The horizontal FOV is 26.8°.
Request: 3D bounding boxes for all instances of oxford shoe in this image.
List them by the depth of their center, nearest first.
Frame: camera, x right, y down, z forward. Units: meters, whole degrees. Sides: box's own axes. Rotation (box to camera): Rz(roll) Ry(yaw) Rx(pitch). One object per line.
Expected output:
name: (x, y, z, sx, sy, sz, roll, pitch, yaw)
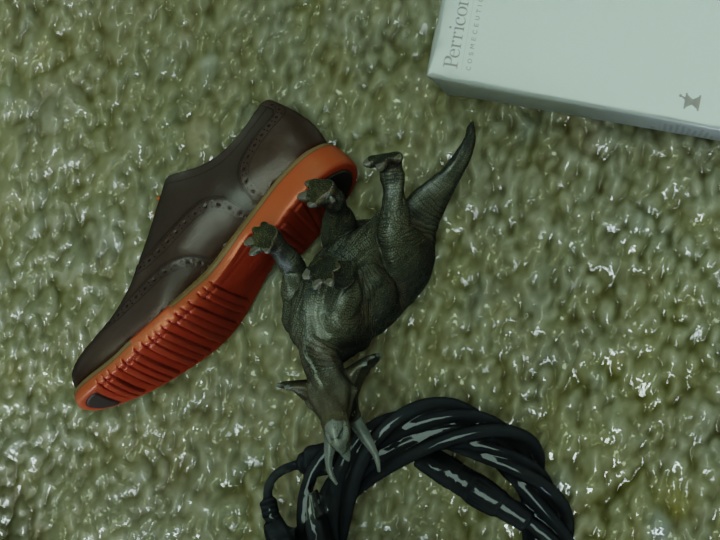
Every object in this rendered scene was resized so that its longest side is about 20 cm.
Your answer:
oxford shoe: (-0.092, -0.007, 0.836, 0.200, 0.071, 0.073, -45, 70, -1)

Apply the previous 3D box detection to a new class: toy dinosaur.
toy dinosaur: (0.000, 0.000, 0.805, 0.076, 0.103, 0.201, 11, 55, 30)

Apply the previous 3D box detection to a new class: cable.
cable: (0.044, 0.172, 0.819, 0.162, 0.051, 0.202, -22, 90, 1)

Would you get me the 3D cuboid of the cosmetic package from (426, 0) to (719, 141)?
cosmetic package: (0.142, -0.132, 0.783, 0.198, 0.081, 0.114, 9, 93, 9)
